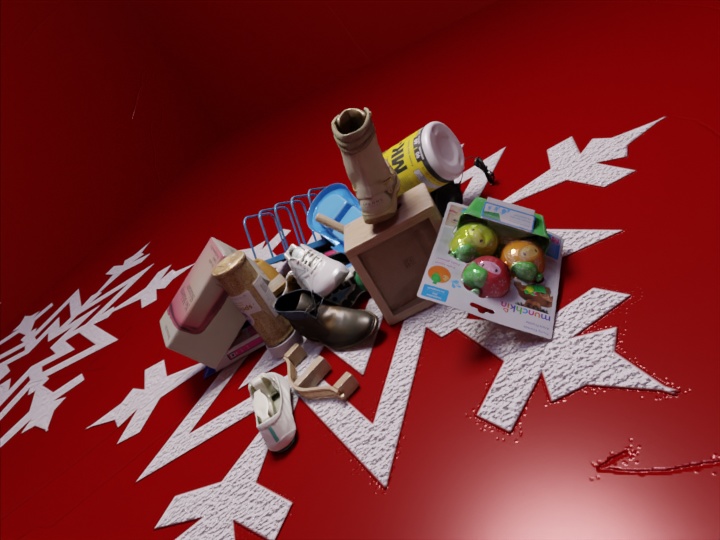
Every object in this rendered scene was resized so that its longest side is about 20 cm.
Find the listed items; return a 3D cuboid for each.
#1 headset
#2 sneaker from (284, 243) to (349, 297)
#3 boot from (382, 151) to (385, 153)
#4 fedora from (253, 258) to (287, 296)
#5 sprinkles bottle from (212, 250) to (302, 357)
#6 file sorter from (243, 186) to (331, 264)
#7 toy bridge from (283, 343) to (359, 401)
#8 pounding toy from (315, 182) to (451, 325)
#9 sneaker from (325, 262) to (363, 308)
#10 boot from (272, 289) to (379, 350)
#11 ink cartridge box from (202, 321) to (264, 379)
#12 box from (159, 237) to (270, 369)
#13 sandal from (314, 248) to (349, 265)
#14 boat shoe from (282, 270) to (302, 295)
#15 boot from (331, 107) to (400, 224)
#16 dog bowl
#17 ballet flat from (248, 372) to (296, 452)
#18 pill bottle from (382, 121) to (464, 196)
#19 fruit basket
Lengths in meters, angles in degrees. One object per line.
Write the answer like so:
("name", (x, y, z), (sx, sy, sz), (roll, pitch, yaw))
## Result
("headset", (0.176, -0.150, 1.184), (0.200, 0.094, 0.124), (-43, 27, 15))
("sneaker", (-0.088, -0.003, 1.044), (0.070, 0.081, 0.200), (-46, 23, -17))
("boot", (0.051, -0.225, 1.441), (0.131, 0.070, 0.200), (-43, 22, -9))
("fedora", (-0.231, 0.031, 1.244), (0.199, 0.082, 0.201), (-32, 11, 7))
("sprinkles bottle", (-0.181, 0.062, 1.038), (0.068, 0.201, 0.069), (-25, 26, 13))
("file sorter", (-0.144, -0.098, 1.317), (0.198, 0.124, 0.138), (-18, 2, 28))
("toy bridge", (-0.077, 0.170, 0.931), (0.067, 0.027, 0.199), (-44, 28, -18))
("pounding toy", (0.050, -0.037, 0.967), (0.198, 0.185, 0.143), (-27, 25, 11))
("sneaker", (0.000, 0.000, 1.088), (0.198, 0.079, 0.090), (-30, 22, 5))
("boot", (-0.064, 0.080, 0.976), (0.198, 0.097, 0.076), (-6, 57, 46))
("ink cartridge box", (-0.237, 0.136, 1.168), (0.198, 0.037, 0.095), (-32, 25, 8))
("box", (-0.280, 0.059, 1.108), (0.201, 0.108, 0.128), (-57, 31, 2))
("sandal", (-0.046, -0.037, 1.196), (0.198, 0.046, 0.075), (8, 22, 40))
("boat shoe", (-0.119, 0.029, 1.175), (0.070, 0.070, 0.201), (-17, 27, 27))
("boot", (0.008, -0.182, 0.915), (0.071, 0.156, 0.201), (-16, 29, 11))
("dog bowl", (-0.029, -0.096, 1.148), (0.112, 0.049, 0.200), (-52, 44, 2))
("ballet flat", (-0.144, 0.201, 0.910), (0.069, 0.070, 0.200), (-33, 25, -3))
("pill bottle", (0.094, -0.194, 1.136), (0.199, 0.115, 0.115), (-25, 24, 43))
("fruit basket", (0.190, -0.013, 0.813), (0.183, 0.095, 0.201), (18, 44, 9))
